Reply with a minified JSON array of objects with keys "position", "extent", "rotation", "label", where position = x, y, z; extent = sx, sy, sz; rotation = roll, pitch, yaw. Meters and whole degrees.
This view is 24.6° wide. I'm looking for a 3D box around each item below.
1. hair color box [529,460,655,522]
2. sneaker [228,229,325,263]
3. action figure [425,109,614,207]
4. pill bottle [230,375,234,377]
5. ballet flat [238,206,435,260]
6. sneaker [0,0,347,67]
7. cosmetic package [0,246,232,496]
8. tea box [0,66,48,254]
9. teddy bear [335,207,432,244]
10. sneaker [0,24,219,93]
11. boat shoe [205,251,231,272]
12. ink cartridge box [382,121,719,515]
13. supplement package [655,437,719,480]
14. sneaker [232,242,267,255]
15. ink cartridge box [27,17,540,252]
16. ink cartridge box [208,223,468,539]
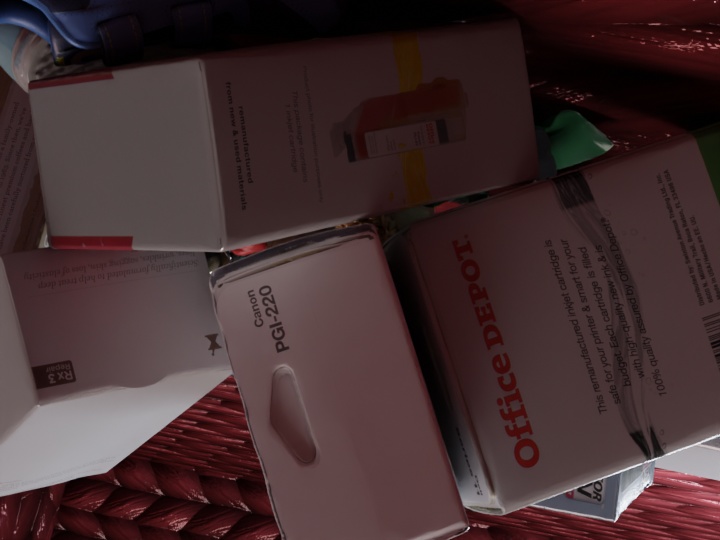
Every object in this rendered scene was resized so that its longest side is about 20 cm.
[{"position":[0.070,0.092,0.979],"extent":[0.198,0.061,0.099],"rotation":[9,-171,22],"label":"hair color box"},{"position":[-0.042,-0.011,1.130],"extent":[0.072,0.113,0.200],"rotation":[11,166,22],"label":"sneaker"},{"position":[0.053,-0.059,0.971],"extent":[0.117,0.055,0.200],"rotation":[15,171,-14],"label":"action figure"},{"position":[-0.105,0.020,1.309],"extent":[0.199,0.121,0.119],"rotation":[25,164,-36],"label":"pill bottle"},{"position":[0.000,0.000,1.050],"extent":[0.062,0.068,0.199],"rotation":[30,-147,29],"label":"ballet flat"},{"position":[-0.106,-0.129,0.776],"extent":[0.198,0.083,0.074],"rotation":[10,166,-5],"label":"sneaker"},{"position":[-0.158,0.055,0.869],"extent":[0.112,0.082,0.200],"rotation":[-8,162,-34],"label":"cosmetic package"},{"position":[-0.222,-0.022,1.089],"extent":[0.132,0.202,0.197],"rotation":[11,167,18],"label":"tea box"},{"position":[0.045,0.013,0.954],"extent":[0.144,0.067,0.200],"rotation":[35,178,-10],"label":"teddy bear"},{"position":[-0.131,-0.115,0.937],"extent":[0.082,0.074,0.200],"rotation":[41,-171,35],"label":"sneaker"},{"position":[-0.113,-0.020,1.054],"extent":[0.074,0.202,0.073],"rotation":[-25,-141,-37],"label":"boat shoe"},{"position":[0.125,0.021,0.824],"extent":[0.198,0.148,0.083],"rotation":[-17,176,-12],"label":"ink cartridge box"},{"position":[0.212,0.072,1.179],"extent":[0.198,0.121,0.121],"rotation":[11,165,16],"label":"supplement package"},{"position":[-0.076,-0.047,0.900],"extent":[0.199,0.086,0.077],"rotation":[-16,-160,-38],"label":"sneaker"},{"position":[-0.034,-0.065,0.785],"extent":[0.199,0.084,0.144],"rotation":[-13,-172,-41],"label":"ink cartridge box"},{"position":[-0.009,0.069,0.807],"extent":[0.084,0.147,0.200],"rotation":[-18,173,1],"label":"ink cartridge box"}]
